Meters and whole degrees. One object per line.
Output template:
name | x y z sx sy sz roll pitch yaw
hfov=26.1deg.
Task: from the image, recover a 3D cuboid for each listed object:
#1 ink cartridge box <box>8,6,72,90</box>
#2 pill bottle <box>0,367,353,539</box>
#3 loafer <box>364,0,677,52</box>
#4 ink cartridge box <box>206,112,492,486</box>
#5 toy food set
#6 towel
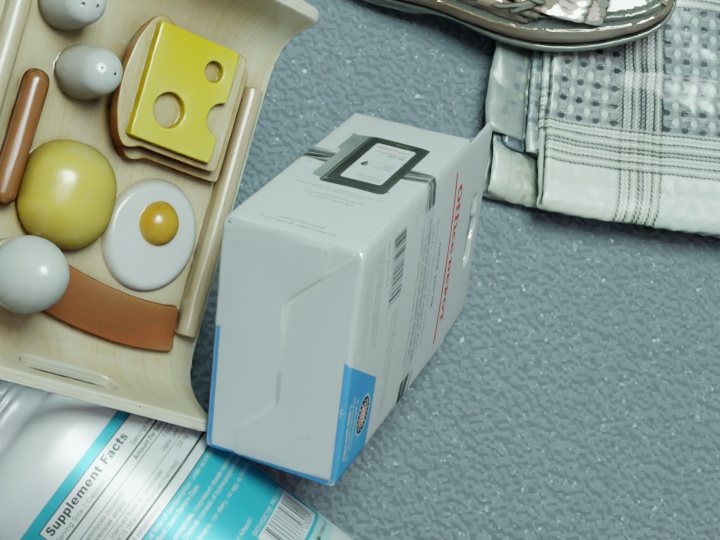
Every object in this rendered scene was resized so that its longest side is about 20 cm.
ink cartridge box | -0.199 -0.177 0.755 0.200 0.146 0.147 43 71 -2
pill bottle | -0.104 0.118 0.727 0.199 0.111 0.111 38 71 -2
loafer | 0.074 -0.166 0.839 0.198 0.063 0.073 10 77 7
ink cartridge box | 0.000 0.000 0.750 0.067 0.200 0.117 15 116 16
toy food set | -0.100 -0.043 0.673 0.143 0.060 0.202 19 85 -36
towel | 0.170 -0.116 0.881 0.198 0.035 0.194 8 79 -7
